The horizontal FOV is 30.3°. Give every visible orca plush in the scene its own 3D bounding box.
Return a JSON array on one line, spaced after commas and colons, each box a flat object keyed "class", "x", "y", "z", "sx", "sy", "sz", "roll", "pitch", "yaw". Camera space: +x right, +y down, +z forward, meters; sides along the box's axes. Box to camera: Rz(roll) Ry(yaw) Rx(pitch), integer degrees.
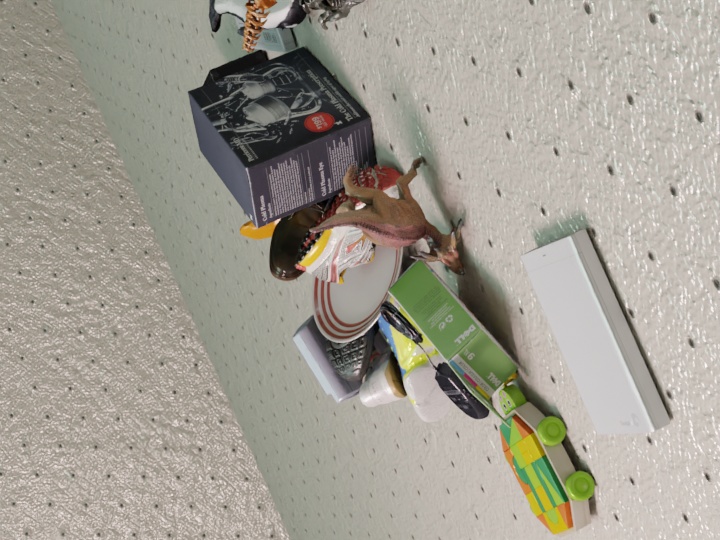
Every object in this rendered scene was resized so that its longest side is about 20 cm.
[{"class": "orca plush", "x": -0.128, "y": -0.342, "z": 1.796, "sx": 0.198, "sy": 0.107, "sz": 0.071, "roll": -6, "pitch": 149, "yaw": 43}]

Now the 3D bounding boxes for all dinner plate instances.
[{"class": "dinner plate", "x": 0.000, "y": 0.000, "z": 1.780, "sx": 0.199, "sy": 0.024, "sz": 0.203, "roll": -28, "pitch": 54, "yaw": 46}]

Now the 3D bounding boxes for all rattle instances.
[{"class": "rattle", "x": -0.073, "y": -0.004, "z": 1.977, "sx": 0.202, "sy": 0.141, "sz": 0.130, "roll": 68, "pitch": 164, "yaw": -1}]

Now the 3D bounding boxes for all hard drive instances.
[{"class": "hard drive", "x": 0.230, "y": 0.065, "z": 1.321, "sx": 0.202, "sy": 0.026, "sz": 0.132, "roll": 67, "pitch": 164, "yaw": 1}]

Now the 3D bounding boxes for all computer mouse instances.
[{"class": "computer mouse", "x": 0.099, "y": 0.111, "z": 1.697, "sx": 0.200, "sy": 0.034, "sz": 0.059, "roll": 49, "pitch": 162, "yaw": -10}]

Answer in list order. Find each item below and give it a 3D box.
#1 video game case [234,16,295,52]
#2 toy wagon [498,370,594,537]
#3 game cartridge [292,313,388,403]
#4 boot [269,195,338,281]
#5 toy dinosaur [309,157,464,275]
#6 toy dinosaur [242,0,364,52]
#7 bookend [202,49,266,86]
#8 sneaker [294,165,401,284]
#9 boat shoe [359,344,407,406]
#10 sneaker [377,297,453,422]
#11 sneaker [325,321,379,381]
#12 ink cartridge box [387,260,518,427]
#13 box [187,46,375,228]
[{"class": "video game case", "x": -0.159, "y": -0.407, "z": 1.911, "sx": 0.200, "sy": 0.022, "sz": 0.185, "roll": 28, "pitch": 139, "yaw": 66}, {"class": "toy wagon", "x": 0.207, "y": 0.215, "z": 1.572, "sx": 0.202, "sy": 0.039, "sz": 0.155, "roll": 63, "pitch": 163, "yaw": 12}, {"class": "game cartridge", "x": -0.019, "y": 0.114, "z": 1.934, "sx": 0.134, "sy": 0.041, "sz": 0.199, "roll": 54, "pitch": -155, "yaw": 10}, {"class": "boot", "x": -0.078, "y": -0.083, "z": 1.857, "sx": 0.074, "sy": 0.201, "sz": 0.098, "roll": 17, "pitch": 140, "yaw": 5}, {"class": "toy dinosaur", "x": 0.044, "y": -0.051, "z": 1.537, "sx": 0.136, "sy": 0.198, "sz": 0.086, "roll": 55, "pitch": 131, "yaw": 28}, {"class": "toy dinosaur", "x": -0.077, "y": -0.345, "z": 1.519, "sx": 0.199, "sy": 0.135, "sz": 0.103, "roll": -38, "pitch": 54, "yaw": 31}, {"class": "bookend", "x": -0.170, "y": -0.213, "z": 2.081, "sx": 0.201, "sy": 0.091, "sz": 0.200, "roll": 66, "pitch": 165, "yaw": 0}, {"class": "sneaker", "x": -0.003, "y": -0.059, "z": 1.725, "sx": 0.200, "sy": 0.082, "sz": 0.078, "roll": -46, "pitch": 21, "yaw": 38}, {"class": "boat shoe", "x": 0.033, "y": 0.148, "z": 1.863, "sx": 0.072, "sy": 0.069, "sz": 0.200, "roll": 64, "pitch": -169, "yaw": 1}, {"class": "sneaker", "x": 0.073, "y": 0.099, "z": 1.789, "sx": 0.105, "sy": 0.075, "sz": 0.203, "roll": -144, "pitch": 41, "yaw": -65}, {"class": "sneaker", "x": 0.005, "y": 0.060, "z": 1.847, "sx": 0.090, "sy": 0.075, "sz": 0.203, "roll": 29, "pitch": -124, "yaw": -46}, {"class": "ink cartridge box", "x": 0.121, "y": 0.083, "z": 1.563, "sx": 0.104, "sy": 0.059, "sz": 0.200, "roll": 45, "pitch": -176, "yaw": -45}, {"class": "box", "x": -0.105, "y": -0.180, "z": 1.764, "sx": 0.200, "sy": 0.180, "sz": 0.105, "roll": 50, "pitch": 158, "yaw": 42}]
